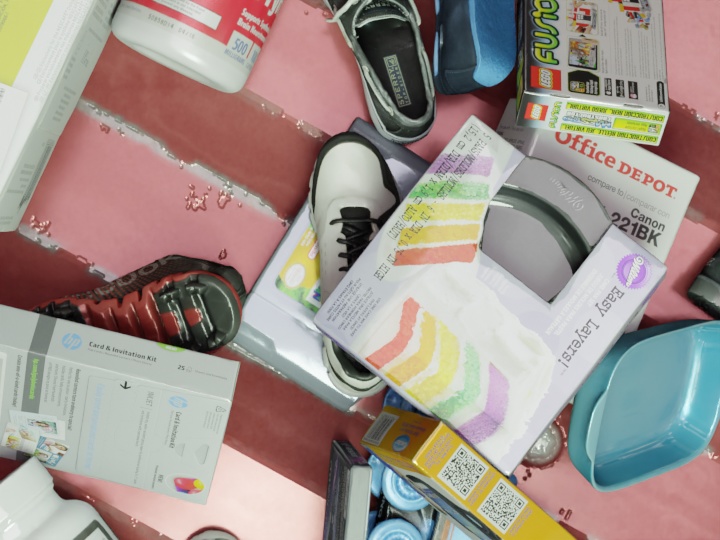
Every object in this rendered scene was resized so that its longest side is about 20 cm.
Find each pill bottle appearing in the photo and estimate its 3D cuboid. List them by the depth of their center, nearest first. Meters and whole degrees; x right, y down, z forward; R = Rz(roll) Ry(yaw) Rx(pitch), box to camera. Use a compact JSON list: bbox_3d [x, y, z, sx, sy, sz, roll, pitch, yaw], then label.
[{"bbox_3d":[-0.220,0.246,1.595,0.116,0.116,0.201,-38,92,-3],"label":"pill bottle"},{"bbox_3d":[-0.099,-0.246,1.600,0.112,0.112,0.201,25,89,-4],"label":"pill bottle"}]

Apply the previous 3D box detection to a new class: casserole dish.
[{"bbox_3d":[0.217,0.096,1.607,0.039,0.199,0.122,21,111,36],"label":"casserole dish"}]

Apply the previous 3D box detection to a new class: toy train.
[{"bbox_3d":[0.064,0.167,1.632,0.113,0.087,0.202,15,87,-13],"label":"toy train"}]

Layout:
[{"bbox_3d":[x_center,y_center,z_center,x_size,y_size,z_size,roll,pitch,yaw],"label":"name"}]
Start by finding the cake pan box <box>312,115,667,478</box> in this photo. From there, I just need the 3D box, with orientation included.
[{"bbox_3d":[0.095,0.016,1.523,0.184,0.052,0.200,39,85,6],"label":"cake pan box"}]

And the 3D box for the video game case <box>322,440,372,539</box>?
[{"bbox_3d":[-0.013,0.205,1.565,0.019,0.200,0.144,5,90,-4],"label":"video game case"}]

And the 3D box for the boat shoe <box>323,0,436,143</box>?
[{"bbox_3d":[0.009,-0.197,1.620,0.073,0.068,0.201,-13,81,-6],"label":"boat shoe"}]

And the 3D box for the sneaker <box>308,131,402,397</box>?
[{"bbox_3d":[0.002,-0.005,1.593,0.073,0.080,0.202,-6,90,-2],"label":"sneaker"}]

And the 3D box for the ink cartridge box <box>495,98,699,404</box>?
[{"bbox_3d":[0.149,-0.013,1.617,0.143,0.084,0.201,23,88,-20],"label":"ink cartridge box"}]

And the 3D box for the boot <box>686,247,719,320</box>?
[{"bbox_3d":[0.375,-0.019,1.662,0.164,0.066,0.201,36,84,-5],"label":"boot"}]

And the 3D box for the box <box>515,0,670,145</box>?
[{"bbox_3d":[0.172,-0.182,1.595,0.109,0.035,0.201,8,47,-3],"label":"box"}]

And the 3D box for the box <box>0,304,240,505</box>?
[{"bbox_3d":[-0.198,0.101,1.580,0.198,0.156,0.041,14,53,-2],"label":"box"}]

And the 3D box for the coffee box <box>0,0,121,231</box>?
[{"bbox_3d":[-0.307,-0.159,1.544,0.196,0.200,0.201,26,89,-3],"label":"coffee box"}]

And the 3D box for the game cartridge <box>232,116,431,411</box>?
[{"bbox_3d":[0.000,0.000,1.648,0.133,0.040,0.201,31,89,-7],"label":"game cartridge"}]

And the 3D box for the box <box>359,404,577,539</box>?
[{"bbox_3d":[0.098,0.178,1.539,0.200,0.119,0.042,43,79,-15],"label":"box"}]

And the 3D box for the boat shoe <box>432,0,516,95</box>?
[{"bbox_3d":[0.074,-0.226,1.611,0.084,0.068,0.201,33,50,-34],"label":"boat shoe"}]

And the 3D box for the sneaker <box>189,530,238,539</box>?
[{"bbox_3d":[-0.070,0.289,1.604,0.075,0.115,0.200,-41,92,-2],"label":"sneaker"}]

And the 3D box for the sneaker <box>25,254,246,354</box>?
[{"bbox_3d":[-0.172,0.036,1.621,0.199,0.098,0.071,-13,104,19],"label":"sneaker"}]
